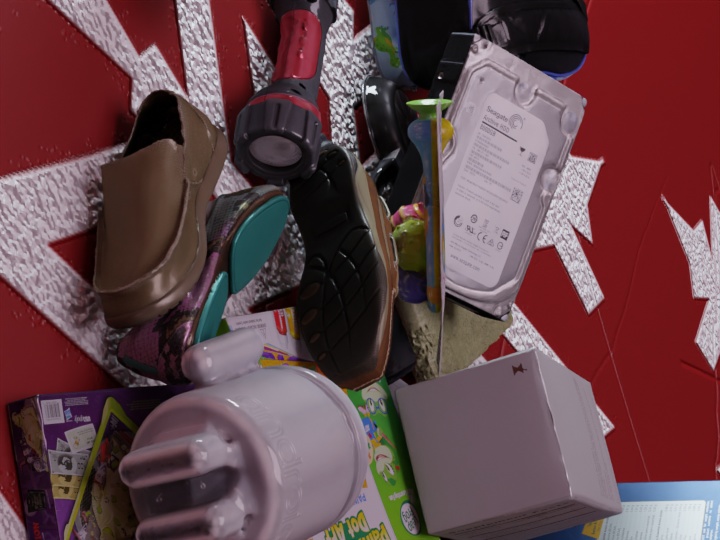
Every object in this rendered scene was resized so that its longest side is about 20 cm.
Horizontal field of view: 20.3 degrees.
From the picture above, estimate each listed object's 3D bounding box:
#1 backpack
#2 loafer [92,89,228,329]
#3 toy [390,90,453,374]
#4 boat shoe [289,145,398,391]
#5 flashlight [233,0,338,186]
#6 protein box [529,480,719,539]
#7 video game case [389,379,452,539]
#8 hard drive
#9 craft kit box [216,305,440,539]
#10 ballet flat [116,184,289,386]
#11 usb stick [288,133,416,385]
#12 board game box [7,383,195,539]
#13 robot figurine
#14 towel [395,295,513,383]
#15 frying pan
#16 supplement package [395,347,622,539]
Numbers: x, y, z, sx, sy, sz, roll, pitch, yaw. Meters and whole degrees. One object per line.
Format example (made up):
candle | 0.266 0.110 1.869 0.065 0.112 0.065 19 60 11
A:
backpack | 0.101 -0.242 1.759 0.199 0.146 0.184 -2 84 -52
loafer | -0.140 -0.043 1.312 0.068 0.076 0.201 54 27 -32
toy | 0.044 -0.032 1.532 0.115 0.047 0.201 -70 163 -79
boat shoe | 0.000 0.000 1.468 0.074 0.075 0.201 40 35 -44
flashlight | -0.054 -0.159 1.532 0.068 0.068 0.201 21 51 -18
protein box | 0.235 0.295 1.699 0.199 0.199 0.135 -72 150 -45
video game case | 0.059 0.197 1.627 0.200 0.023 0.183 37 46 -52
hard drive | 0.098 -0.075 1.631 0.139 0.038 0.201 26 81 -36
craft kit box | -0.031 0.124 1.443 0.200 0.048 0.199 -9 81 -62
ballet flat | -0.110 0.000 1.347 0.200 0.071 0.069 -64 163 -48
usb stick | -0.008 -0.007 1.560 0.055 0.033 0.201 -25 95 -48
board game box | -0.142 0.135 1.271 0.200 0.032 0.121 2 72 -61
robot figurine | -0.068 0.123 1.263 0.200 0.112 0.171 -16 95 -61
towel | 0.071 0.011 1.718 0.200 0.036 0.149 -42 115 -60
frying pan | 0.021 -0.108 1.658 0.190 0.031 0.116 -24 96 -74
supplement package | 0.119 0.143 1.568 0.200 0.117 0.118 31 44 -69
